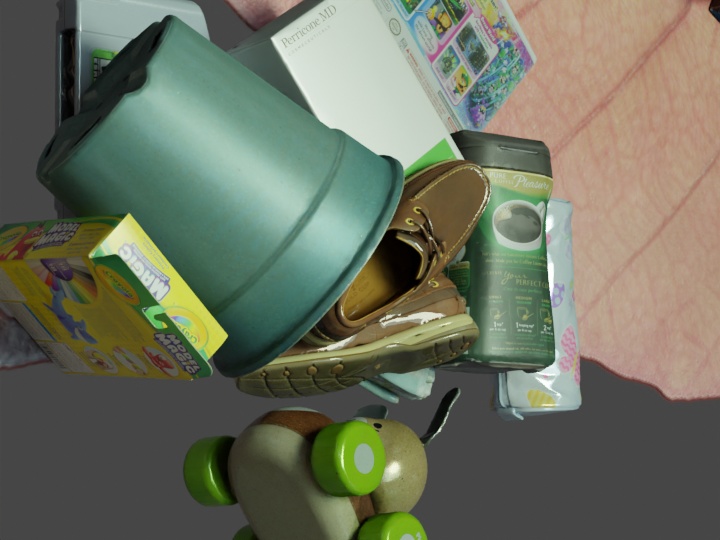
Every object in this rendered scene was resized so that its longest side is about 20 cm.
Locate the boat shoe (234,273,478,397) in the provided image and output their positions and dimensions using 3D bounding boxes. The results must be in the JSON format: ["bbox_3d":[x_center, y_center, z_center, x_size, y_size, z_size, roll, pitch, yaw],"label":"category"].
[{"bbox_3d":[-0.009,0.049,1.395,0.200,0.072,0.068,-12,68,-21],"label":"boat shoe"}]

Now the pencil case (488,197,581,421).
[{"bbox_3d":[0.150,0.031,1.592,0.091,0.083,0.200,-3,89,-57],"label":"pencil case"}]

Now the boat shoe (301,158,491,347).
[{"bbox_3d":[0.034,-0.014,1.339,0.200,0.068,0.072,-42,107,-26],"label":"boat shoe"}]

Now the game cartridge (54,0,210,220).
[{"bbox_3d":[-0.168,-0.113,1.358,0.133,0.040,0.200,3,84,-45],"label":"game cartridge"}]

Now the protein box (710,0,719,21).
[{"bbox_3d":[0.504,-0.306,1.899,0.199,0.135,0.200,39,63,-32],"label":"protein box"}]

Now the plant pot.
[{"bbox_3d":[-0.108,-0.062,1.264,0.196,0.200,0.200,40,61,-18],"label":"plant pot"}]

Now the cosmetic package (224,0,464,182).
[{"bbox_3d":[-0.008,-0.114,1.413,0.108,0.085,0.200,-41,108,-30],"label":"cosmetic package"}]

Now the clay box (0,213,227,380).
[{"bbox_3d":[-0.175,0.019,1.228,0.048,0.200,0.115,-52,119,-28],"label":"clay box"}]

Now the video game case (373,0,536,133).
[{"bbox_3d":[0.061,-0.198,1.548,0.182,0.024,0.200,-52,127,-26],"label":"video game case"}]

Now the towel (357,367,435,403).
[{"bbox_3d":[0.000,0.000,1.490,0.200,0.048,0.171,32,63,-35],"label":"towel"}]

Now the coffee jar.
[{"bbox_3d":[0.109,-0.016,1.500,0.104,0.085,0.200,6,80,-32],"label":"coffee jar"}]

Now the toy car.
[{"bbox_3d":[-0.005,0.146,1.405,0.200,0.164,0.158,-43,114,-46],"label":"toy car"}]
